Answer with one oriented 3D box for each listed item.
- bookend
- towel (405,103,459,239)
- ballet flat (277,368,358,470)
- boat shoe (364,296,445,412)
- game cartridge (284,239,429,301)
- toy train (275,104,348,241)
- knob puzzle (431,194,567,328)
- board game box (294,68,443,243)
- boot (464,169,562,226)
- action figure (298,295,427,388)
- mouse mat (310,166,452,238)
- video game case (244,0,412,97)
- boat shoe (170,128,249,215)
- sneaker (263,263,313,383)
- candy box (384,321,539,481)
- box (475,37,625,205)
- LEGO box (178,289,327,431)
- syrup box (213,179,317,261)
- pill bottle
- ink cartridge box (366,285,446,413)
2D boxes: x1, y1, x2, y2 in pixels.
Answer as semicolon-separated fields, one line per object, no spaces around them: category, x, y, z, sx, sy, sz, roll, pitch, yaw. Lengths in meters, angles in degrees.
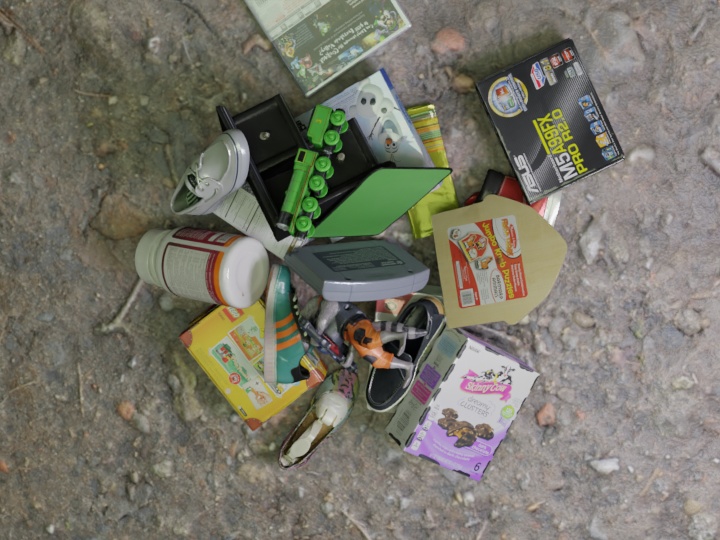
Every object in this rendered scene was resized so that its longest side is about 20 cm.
bookend;-0.080;-0.181;1.606;0.198;0.092;0.200;-25;80;-8
towel;0.098;-0.155;1.711;0.085;0.018;0.202;-14;101;9
ballet flat;-0.069;0.252;1.789;0.069;0.071;0.201;37;103;-3
boat shoe;0.061;0.127;1.675;0.074;0.062;0.201;36;102;24
game cartridge;0.000;0.000;1.647;0.198;0.133;0.041;-6;116;-35
toy train;-0.069;-0.139;1.530;0.056;0.042;0.202;15;77;11
knob puzzle;0.216;-0.016;1.653;0.217;0.030;0.223;-2;84;18
board game box;-0.004;-0.176;1.690;0.198;0.043;0.201;-26;98;18
boot;0.224;-0.050;1.699;0.142;0.072;0.203;11;95;3
action figure;-0.002;0.096;1.615;0.192;0.200;0.105;28;80;22
mouse mat;0.027;-0.100;1.620;0.200;0.160;0.008;-41;63;42
video game case;-0.051;-0.396;1.667;0.199;0.023;0.183;-32;98;10
boat shoe;-0.220;-0.130;1.576;0.074;0.066;0.200;60;145;15
sneaker;-0.108;0.082;1.674;0.079;0.072;0.202;2;117;-4
candy box;0.161;0.206;1.711;0.167;0.071;0.202;26;96;-31
box;0.284;-0.222;1.639;0.159;0.044;0.202;-24;88;4
LEGO box;-0.172;0.132;1.766;0.148;0.077;0.201;-36;97;11
syrup box;-0.158;-0.104;1.691;0.199;0.079;0.082;33;117;6
pill bottle;-0.247;-0.009;1.691;0.198;0.109;0.111;10;106;34
ink cartridge box;0.075;0.125;1.750;0.115;0.068;0.203;7;102;3
